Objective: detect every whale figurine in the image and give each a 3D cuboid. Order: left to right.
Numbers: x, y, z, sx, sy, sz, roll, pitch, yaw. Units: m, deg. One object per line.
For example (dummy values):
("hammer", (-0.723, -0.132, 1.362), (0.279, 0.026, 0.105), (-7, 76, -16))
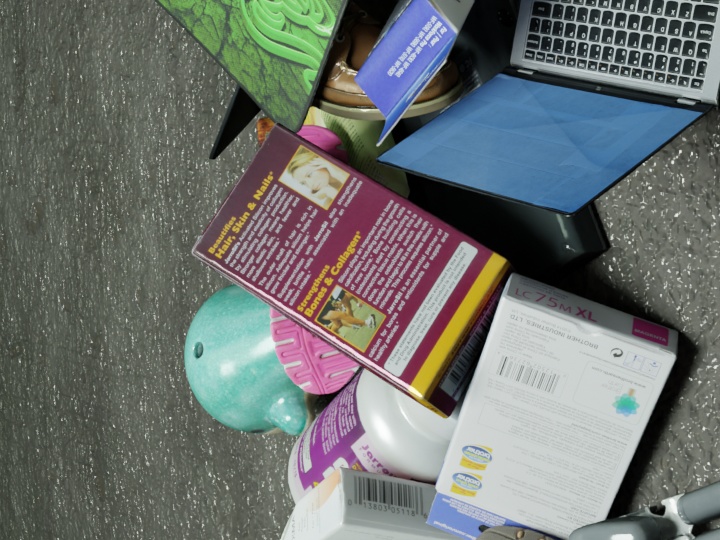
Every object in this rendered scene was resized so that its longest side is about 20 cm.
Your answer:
("whale figurine", (-0.072, 0.057, 1.309), (0.199, 0.103, 0.161), (-31, 60, 48))

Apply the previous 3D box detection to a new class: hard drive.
("hard drive", (0.092, -0.077, 1.148), (0.139, 0.033, 0.202), (-38, 65, 51))

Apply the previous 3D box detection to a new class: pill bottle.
("pill bottle", (0.031, 0.124, 1.209), (0.200, 0.111, 0.113), (-50, 57, 48))

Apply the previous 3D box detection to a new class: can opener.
("can opener", (0.214, 0.163, 0.999), (0.200, 0.066, 0.053), (-33, 69, 48))

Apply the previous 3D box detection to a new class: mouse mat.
("mouse mat", (-0.085, -0.215, 1.144), (0.200, 0.007, 0.162), (45, 133, 25))

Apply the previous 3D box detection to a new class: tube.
("tube", (-0.006, -0.120, 1.220), (0.052, 0.058, 0.201), (-31, 63, 18))

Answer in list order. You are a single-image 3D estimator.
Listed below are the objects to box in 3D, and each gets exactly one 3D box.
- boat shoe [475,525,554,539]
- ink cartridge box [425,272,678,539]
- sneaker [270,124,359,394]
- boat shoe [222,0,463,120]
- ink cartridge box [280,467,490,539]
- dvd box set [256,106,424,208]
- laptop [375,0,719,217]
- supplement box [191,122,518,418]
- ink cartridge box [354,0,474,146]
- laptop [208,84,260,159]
("boat shoe", (0.148, 0.254, 1.068), (0.200, 0.076, 0.072), (40, 142, 20))
("ink cartridge box", (0.125, 0.109, 1.077), (0.118, 0.042, 0.202), (19, 119, 5))
("sneaker", (-0.031, -0.007, 1.221), (0.088, 0.080, 0.202), (72, -164, -90))
("boat shoe", (-0.020, -0.160, 1.151), (0.198, 0.072, 0.069), (12, 128, 29))
("ink cartridge box", (0.014, 0.214, 1.211), (0.200, 0.161, 0.051), (-42, 41, 53))
("dvd box set", (-0.018, -0.065, 1.313), (0.199, 0.029, 0.148), (-2, 95, 56))
("laptop", (0.123, -0.146, 0.988), (0.187, 0.115, 0.202), (20, 104, 50))
("supplement box", (0.000, 0.000, 1.100), (0.199, 0.086, 0.111), (32, 86, 21))
("ink cartridge box", (0.051, -0.182, 1.070), (0.039, 0.201, 0.100), (32, 138, -9))
("laptop", (-0.100, -0.226, 1.336), (0.201, 0.103, 0.178), (58, 138, 31))
